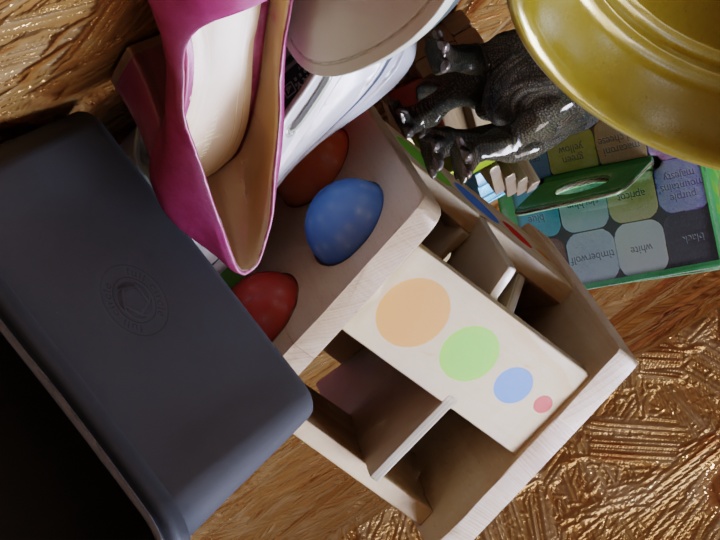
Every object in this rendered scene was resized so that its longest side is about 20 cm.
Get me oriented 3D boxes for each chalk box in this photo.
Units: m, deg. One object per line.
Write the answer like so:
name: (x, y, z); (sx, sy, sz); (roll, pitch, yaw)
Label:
chalk box: (0.147, -0.058, 1.588); (0.124, 0.124, 0.200); (-10, -179, 28)

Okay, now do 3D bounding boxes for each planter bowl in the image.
planter bowl: (0.161, -0.124, 1.139); (0.200, 0.200, 0.084); (-45, -156, 55)

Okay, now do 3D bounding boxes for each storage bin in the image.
storage bin: (-0.125, 0.043, 1.187); (0.134, 0.200, 0.146); (-34, 176, -47)

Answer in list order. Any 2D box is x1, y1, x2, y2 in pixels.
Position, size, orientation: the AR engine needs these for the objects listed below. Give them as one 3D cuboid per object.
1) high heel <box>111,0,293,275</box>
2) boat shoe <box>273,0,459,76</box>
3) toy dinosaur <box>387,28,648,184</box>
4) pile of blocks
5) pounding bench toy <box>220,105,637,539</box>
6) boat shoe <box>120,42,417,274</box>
high heel: (-0.043, -0.071, 1.114); (0.067, 0.096, 0.200); (-25, 169, -29)
boat shoe: (0.039, -0.140, 1.097); (0.062, 0.073, 0.200); (-16, 157, -44)
toy dinosaur: (0.073, -0.076, 1.274); (0.102, 0.077, 0.200); (-14, 167, -15)
pile of blocks: (0.040, -0.058, 1.471); (0.062, 0.082, 0.200); (-29, 170, -6)
pounding bench toy: (0.000, 0.000, 1.348); (0.124, 0.156, 0.200); (-47, -149, 10)
boat shoe: (-0.066, -0.054, 1.243); (0.200, 0.074, 0.067); (-46, 157, 18)
